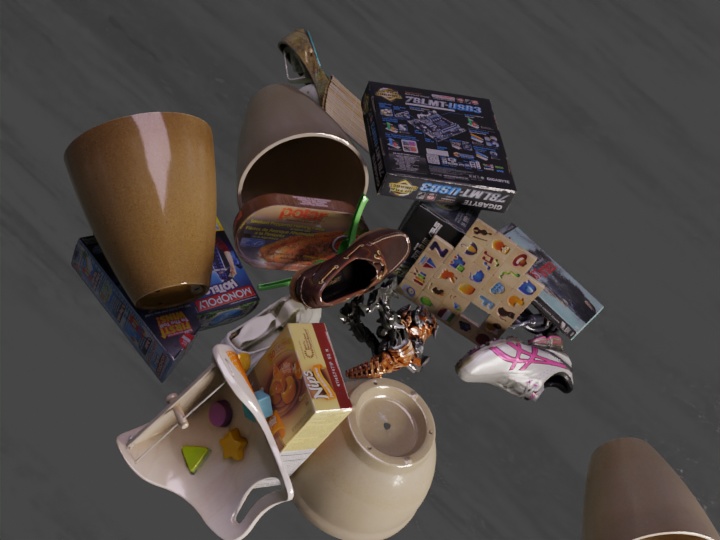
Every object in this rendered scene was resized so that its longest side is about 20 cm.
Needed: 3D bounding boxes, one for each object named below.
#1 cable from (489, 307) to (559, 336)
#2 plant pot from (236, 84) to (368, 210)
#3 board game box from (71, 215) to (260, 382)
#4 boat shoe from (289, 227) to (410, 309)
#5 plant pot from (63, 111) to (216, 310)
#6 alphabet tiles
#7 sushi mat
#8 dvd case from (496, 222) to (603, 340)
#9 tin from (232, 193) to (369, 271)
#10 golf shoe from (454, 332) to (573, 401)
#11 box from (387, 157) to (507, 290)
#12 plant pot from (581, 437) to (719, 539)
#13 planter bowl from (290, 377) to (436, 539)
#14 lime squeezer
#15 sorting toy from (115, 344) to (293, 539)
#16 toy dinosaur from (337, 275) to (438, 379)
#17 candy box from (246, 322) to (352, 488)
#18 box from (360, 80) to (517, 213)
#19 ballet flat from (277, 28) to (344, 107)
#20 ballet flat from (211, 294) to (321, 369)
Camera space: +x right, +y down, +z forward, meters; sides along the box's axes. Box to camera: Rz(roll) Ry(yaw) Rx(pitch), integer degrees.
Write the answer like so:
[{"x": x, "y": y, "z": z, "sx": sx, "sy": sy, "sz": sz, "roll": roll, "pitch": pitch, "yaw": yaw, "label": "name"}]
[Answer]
[{"x": 0.233, "y": 0.017, "z": 1.573, "sx": 0.162, "sy": 0.051, "sz": 0.200, "roll": -1, "pitch": 43, "yaw": -41, "label": "cable"}, {"x": -0.104, "y": -0.177, "z": 1.489, "sx": 0.186, "sy": 0.188, "sz": 0.201, "roll": 5, "pitch": 39, "yaw": -24, "label": "plant pot"}, {"x": -0.242, "y": 0.036, "z": 1.323, "sx": 0.199, "sy": 0.062, "sz": 0.201, "roll": -13, "pitch": 63, "yaw": -34, "label": "board game box"}, {"x": 0.000, "y": 0.000, "z": 1.381, "sx": 0.199, "sy": 0.070, "sz": 0.071, "roll": -31, "pitch": 112, "yaw": -33, "label": "boat shoe"}, {"x": -0.250, "y": -0.062, "z": 1.248, "sx": 0.185, "sy": 0.186, "sz": 0.202, "roll": -6, "pitch": 72, "yaw": -31, "label": "plant pot"}, {"x": 0.160, "y": 0.015, "z": 1.455, "sx": 0.167, "sy": 0.200, "sz": 0.008, "roll": 34, "pitch": 45, "yaw": 0, "label": "alphabet tiles"}, {"x": 0.014, "y": -0.225, "z": 1.638, "sx": 0.200, "sy": 0.012, "sz": 0.096, "roll": 37, "pitch": 44, "yaw": -31, "label": "sushi mat"}, {"x": 0.275, "y": 0.012, "z": 1.565, "sx": 0.200, "sy": 0.022, "sz": 0.146, "roll": 44, "pitch": 30, "yaw": 13, "label": "dvd case"}, {"x": -0.083, "y": -0.053, "z": 1.439, "sx": 0.198, "sy": 0.112, "sz": 0.042, "roll": 6, "pitch": 42, "yaw": -24, "label": "tin"}, {"x": 0.229, "y": 0.145, "z": 1.480, "sx": 0.199, "sy": 0.073, "sz": 0.093, "roll": -3, "pitch": 59, "yaw": -30, "label": "golf shoe"}, {"x": 0.122, "y": -0.086, "z": 1.538, "sx": 0.086, "sy": 0.164, "sz": 0.201, "roll": 33, "pitch": 48, "yaw": -2, "label": "box"}, {"x": 0.373, "y": 0.328, "z": 1.363, "sx": 0.186, "sy": 0.188, "sz": 0.201, "roll": 18, "pitch": 35, "yaw": -15, "label": "plant pot"}, {"x": 0.013, "y": 0.217, "z": 1.270, "sx": 0.199, "sy": 0.135, "sz": 0.201, "roll": 14, "pitch": 51, "yaw": -17, "label": "planter bowl"}, {"x": -0.049, "y": -0.017, "z": 1.424, "sx": 0.071, "sy": 0.200, "sz": 0.038, "roll": 41, "pitch": 12, "yaw": -51, "label": "lime squeezer"}, {"x": -0.156, "y": 0.210, "z": 1.177, "sx": 0.107, "sy": 0.200, "sz": 0.181, "roll": -6, "pitch": 59, "yaw": -57, "label": "sorting toy"}, {"x": 0.043, "y": 0.090, "z": 1.412, "sx": 0.136, "sy": 0.102, "sz": 0.200, "roll": 58, "pitch": 20, "yaw": -5, "label": "toy dinosaur"}, {"x": -0.090, "y": 0.163, "z": 1.211, "sx": 0.055, "sy": 0.200, "sz": 0.116, "roll": 1, "pitch": 55, "yaw": -32, "label": "candy box"}, {"x": 0.109, "y": -0.180, "z": 1.462, "sx": 0.198, "sy": 0.050, "sz": 0.200, "roll": 6, "pitch": 47, "yaw": -18, "label": "box"}, {"x": -0.083, "y": -0.309, "z": 1.675, "sx": 0.070, "sy": 0.071, "sz": 0.201, "roll": -9, "pitch": 62, "yaw": -32, "label": "ballet flat"}, {"x": -0.114, "y": 0.074, "z": 1.359, "sx": 0.069, "sy": 0.070, "sz": 0.200, "roll": 47, "pitch": 48, "yaw": 12, "label": "ballet flat"}]
